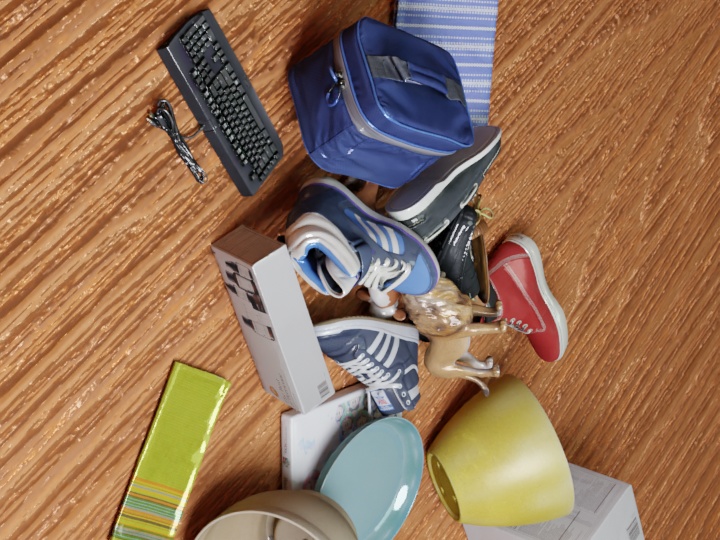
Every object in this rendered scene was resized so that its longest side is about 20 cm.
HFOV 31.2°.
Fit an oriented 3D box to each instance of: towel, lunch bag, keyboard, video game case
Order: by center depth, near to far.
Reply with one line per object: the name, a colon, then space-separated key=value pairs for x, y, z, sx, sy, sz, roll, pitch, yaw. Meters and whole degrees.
keyboard: x=-0.150 y=-0.155 z=1.319 sx=0.127 sy=0.020 sz=0.201 roll=-52 pitch=134 yaw=-25
towel: x=-0.200 y=0.202 z=1.371 sx=0.086 sy=0.018 sz=0.202 roll=27 pitch=81 yaw=-50
lunch bag: x=0.026 y=-0.185 z=1.389 sx=0.199 sy=0.132 sz=0.137 roll=8 pitch=60 yaw=-50
towel: x=0.098 y=-0.230 z=1.539 sx=0.143 sy=0.024 sz=0.202 roll=-3 pitch=104 yaw=-26
video game case: x=-0.020 y=0.235 z=1.581 sx=0.199 sy=0.024 sz=0.184 roll=-16 pitch=113 yaw=-45

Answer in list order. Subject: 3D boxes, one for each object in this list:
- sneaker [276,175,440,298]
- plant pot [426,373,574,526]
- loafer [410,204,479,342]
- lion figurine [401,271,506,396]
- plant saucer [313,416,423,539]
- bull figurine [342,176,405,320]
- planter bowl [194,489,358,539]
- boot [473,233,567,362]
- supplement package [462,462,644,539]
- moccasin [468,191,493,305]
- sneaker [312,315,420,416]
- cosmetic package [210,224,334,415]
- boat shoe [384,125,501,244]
sneaker: x=0.000 y=0.000 z=1.392 sx=0.199 sy=0.080 sz=0.147 roll=38 pitch=34 yaw=-21
plant pot: x=0.171 y=0.257 z=1.703 sx=0.141 sy=0.200 sz=0.202 roll=-22 pitch=121 yaw=-13
loafer: x=0.115 y=0.006 z=1.583 sx=0.068 sy=0.070 sz=0.202 roll=-83 pitch=-173 yaw=-55
lion figurine: x=0.108 y=0.084 z=1.554 sx=0.073 sy=0.121 sz=0.201 roll=-94 pitch=-177 yaw=-49
plant saucer: x=0.003 y=0.268 z=1.569 sx=0.199 sy=0.027 sz=0.202 roll=-26 pitch=126 yaw=-42
bull figurine: x=0.025 y=-0.034 z=1.521 sx=0.122 sy=0.065 sz=0.201 roll=-57 pitch=138 yaw=-26
planter bowl: x=-0.078 y=0.326 z=1.435 sx=0.135 sy=0.198 sz=0.203 roll=-44 pitch=136 yaw=-63
boot: x=0.204 y=0.071 z=1.755 sx=0.144 sy=0.072 sz=0.201 roll=-44 pitch=123 yaw=-31
supplement package: x=0.273 y=0.371 z=1.820 sx=0.151 sy=0.199 sz=0.153 roll=-44 pitch=131 yaw=-31
moccasin: x=0.132 y=-0.052 z=1.623 sx=0.073 sy=0.077 sz=0.204 roll=-16 pitch=109 yaw=-45
sneaker: x=0.008 y=0.115 z=1.520 sx=0.199 sy=0.070 sz=0.110 roll=10 pitch=73 yaw=-52
cosmetic package: x=-0.094 y=0.055 z=1.396 sx=0.050 sy=0.082 sz=0.202 roll=-33 pitch=125 yaw=-25
boat shoe: x=0.103 y=-0.100 z=1.511 sx=0.200 sy=0.075 sz=0.061 roll=-41 pitch=122 yaw=-29
